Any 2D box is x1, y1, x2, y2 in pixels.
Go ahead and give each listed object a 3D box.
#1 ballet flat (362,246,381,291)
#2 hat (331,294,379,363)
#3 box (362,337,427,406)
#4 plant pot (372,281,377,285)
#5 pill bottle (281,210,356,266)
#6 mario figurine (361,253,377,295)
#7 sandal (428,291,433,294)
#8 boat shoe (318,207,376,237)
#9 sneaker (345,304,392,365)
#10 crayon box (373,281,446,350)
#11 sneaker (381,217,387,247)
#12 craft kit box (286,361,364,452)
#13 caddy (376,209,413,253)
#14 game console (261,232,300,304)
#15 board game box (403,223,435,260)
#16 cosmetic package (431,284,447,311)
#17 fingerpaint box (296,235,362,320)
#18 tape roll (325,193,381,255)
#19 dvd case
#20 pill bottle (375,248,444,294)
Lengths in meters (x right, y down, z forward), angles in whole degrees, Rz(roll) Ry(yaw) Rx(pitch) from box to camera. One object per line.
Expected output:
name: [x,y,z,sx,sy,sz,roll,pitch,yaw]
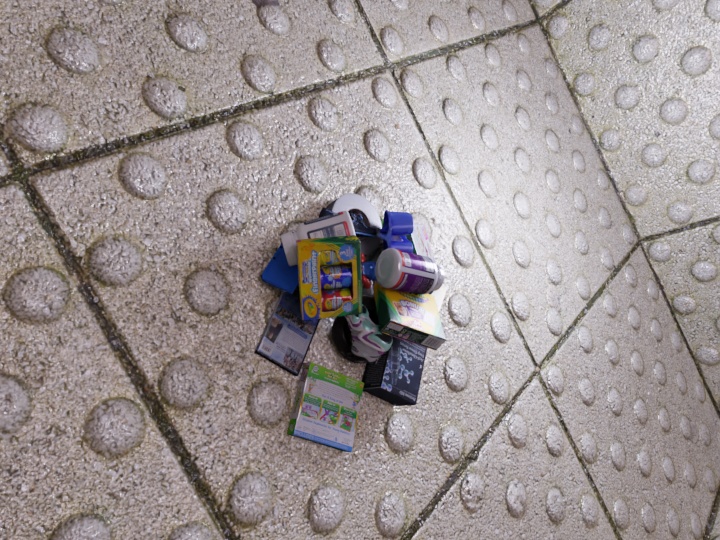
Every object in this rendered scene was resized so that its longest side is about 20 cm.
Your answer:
ballet flat: [0.023,0.011,1.629,0.063,0.067,0.201,40,61,1]
hat: [0.007,0.172,1.551,0.196,0.081,0.205,0,92,-6]
box: [0.106,0.294,1.588,0.147,0.106,0.203,30,61,-27]
plant pot: [0.103,0.105,1.692,0.197,0.027,0.204,13,69,-35]
pill bottle: [-0.115,-0.083,1.434,0.196,0.120,0.122,-16,85,-5]
mario figurine: [0.000,0.000,1.557,0.197,0.107,0.124,7,38,-29]
sandal: [0.143,0.025,1.644,0.197,0.048,0.076,22,46,10]
boat shoe: [-0.032,-0.144,1.542,0.197,0.083,0.070,11,81,-37]
sneaker: [-0.012,0.185,1.474,0.200,0.141,0.077,47,34,22]
crayon box: [0.141,0.124,1.501,0.197,0.058,0.174,21,38,-25]
sneaker: [0.103,-0.100,1.732,0.075,0.084,0.203,3,56,-7]
craft kit box: [-0.093,0.385,1.450,0.198,0.048,0.201,28,64,-28]
caddy: [0.101,-0.110,1.578,0.103,0.200,0.145,0,102,-3]
game console: [-0.172,0.015,1.502,0.202,0.116,0.172,-63,145,-38]
board game box: [0.196,-0.080,1.752,0.199,0.040,0.156,-5,78,-67]
cosmetic package: [0.203,0.114,1.669,0.102,0.074,0.201,29,45,-2]
fingerpaint box: [-0.082,0.019,1.365,0.163,0.073,0.204,-4,107,-11]
tape roll: [-0.027,-0.138,1.641,0.197,0.066,0.205,12,69,-34]
dvd case: [-0.197,0.173,1.448,0.142,0.017,0.203,36,57,-25]
pill bottle: [0.146,0.007,1.493,0.197,0.112,0.115,12,69,-34]
